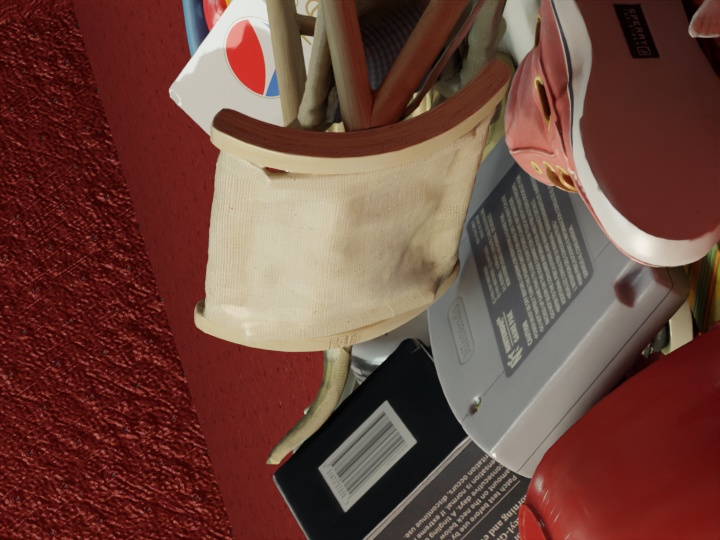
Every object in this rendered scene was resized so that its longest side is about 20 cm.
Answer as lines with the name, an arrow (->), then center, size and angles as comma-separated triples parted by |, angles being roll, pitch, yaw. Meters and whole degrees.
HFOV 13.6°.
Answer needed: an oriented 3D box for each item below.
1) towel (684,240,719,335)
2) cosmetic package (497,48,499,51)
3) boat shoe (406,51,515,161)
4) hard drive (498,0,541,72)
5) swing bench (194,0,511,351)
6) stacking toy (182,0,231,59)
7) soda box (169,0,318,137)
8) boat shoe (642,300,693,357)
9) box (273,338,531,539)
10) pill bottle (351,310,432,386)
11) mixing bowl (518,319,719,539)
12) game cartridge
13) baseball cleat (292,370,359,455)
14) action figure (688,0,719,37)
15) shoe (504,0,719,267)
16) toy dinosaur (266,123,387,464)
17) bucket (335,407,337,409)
towel -> 0.172, 0.048, 1.295 | 0.086, 0.018, 0.201 | 87, 167, -62
cosmetic package -> 0.056, -0.083, 1.690 | 0.151, 0.051, 0.201 | 97, 158, -54
boat shoe -> 0.017, -0.059, 1.595 | 0.201, 0.063, 0.074 | 143, 122, -60
hard drive -> 0.087, -0.170, 1.467 | 0.200, 0.026, 0.133 | 136, 120, -79
swing bench -> 0.005, -0.085, 1.354 | 0.199, 0.129, 0.201 | 103, 177, -65
stacking toy -> -0.015, -0.173, 1.630 | 0.200, 0.116, 0.110 | 132, 132, -59
soda box -> -0.020, -0.141, 1.546 | 0.064, 0.068, 0.200 | 44, 135, 5
boat shoe -> 0.103, -0.002, 1.479 | 0.199, 0.066, 0.075 | -122, 21, -63
box -> 0.071, 0.152, 1.494 | 0.200, 0.107, 0.148 | 45, -179, -20
pill bottle -> 0.075, 0.103, 1.618 | 0.201, 0.106, 0.106 | 66, 175, -19
mixing bowl -> 0.132, 0.131, 1.281 | 0.200, 0.108, 0.201 | 165, 90, -84
game cartridge -> 0.084, 0.003, 1.391 | 0.133, 0.041, 0.200 | -55, 23, 24
baseball cleat -> 0.018, 0.079, 1.947 | 0.106, 0.069, 0.201 | 40, -115, -54
action figure -> 0.087, -0.210, 1.192 | 0.200, 0.104, 0.194 | 36, 141, 37
shoe -> 0.110, -0.056, 1.289 | 0.091, 0.071, 0.201 | 104, 163, -44
toy dinosaur -> 0.000, 0.000, 1.515 | 0.088, 0.047, 0.201 | -6, 72, 55
bucket -> 0.051, 0.158, 1.805 | 0.207, 0.134, 0.208 | 167, 90, -81
